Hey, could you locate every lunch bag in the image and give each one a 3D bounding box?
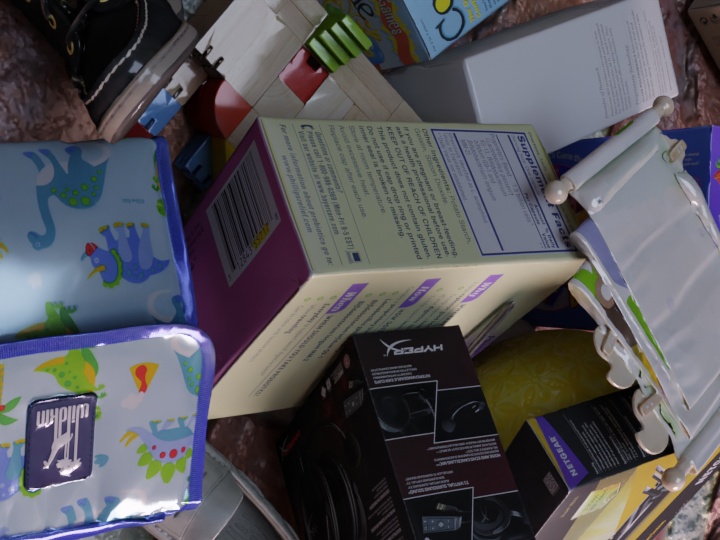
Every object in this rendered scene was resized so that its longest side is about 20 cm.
[{"bbox_3d":[-0.173,0.040,0.587,0.168,0.127,0.203,-5,82,-34],"label":"lunch bag"}]

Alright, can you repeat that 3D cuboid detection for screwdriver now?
[{"bbox_3d":[0.048,0.076,0.740,0.028,0.201,0.029,35,38,0],"label":"screwdriver"}]

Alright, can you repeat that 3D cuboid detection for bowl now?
[{"bbox_3d":[0.112,0.100,0.807,0.198,0.201,0.108,-7,53,-35],"label":"bowl"}]

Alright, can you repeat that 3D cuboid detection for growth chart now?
[{"bbox_3d":[0.178,0.012,0.674,0.144,0.018,0.202,-29,98,-33],"label":"growth chart"}]

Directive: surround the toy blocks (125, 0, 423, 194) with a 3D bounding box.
[{"bbox_3d":[-0.056,-0.091,0.717,0.200,0.100,0.137,44,78,-28],"label":"toy blocks"}]

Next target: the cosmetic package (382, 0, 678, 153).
[{"bbox_3d":[0.120,-0.132,0.823,0.199,0.107,0.086,-26,106,-31],"label":"cosmetic package"}]

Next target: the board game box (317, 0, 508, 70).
[{"bbox_3d":[0.059,-0.229,0.779,0.200,0.103,0.106,-40,113,-28],"label":"board game box"}]

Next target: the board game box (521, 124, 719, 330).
[{"bbox_3d":[0.178,-0.024,0.809,0.044,0.199,0.136,3,89,-34],"label":"board game box"}]

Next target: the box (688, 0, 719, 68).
[{"bbox_3d":[0.384,-0.184,1.020,0.095,0.077,0.201,-49,117,-25],"label":"box"}]

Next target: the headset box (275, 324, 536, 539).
[{"bbox_3d":[0.028,0.157,0.659,0.076,0.149,0.202,-3,60,-26],"label":"headset box"}]

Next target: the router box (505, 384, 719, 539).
[{"bbox_3d":[0.147,0.152,0.755,0.156,0.201,0.053,-13,55,-27],"label":"router box"}]

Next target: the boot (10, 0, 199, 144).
[{"bbox_3d":[-0.159,-0.152,0.585,0.073,0.201,0.150,-43,115,14],"label":"boot"}]

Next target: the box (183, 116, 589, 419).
[{"bbox_3d":[0.000,0.000,0.684,0.198,0.176,0.098,-3,61,-35],"label":"box"}]

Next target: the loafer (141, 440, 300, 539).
[{"bbox_3d":[-0.098,0.136,0.693,0.200,0.069,0.070,45,67,-27],"label":"loafer"}]
